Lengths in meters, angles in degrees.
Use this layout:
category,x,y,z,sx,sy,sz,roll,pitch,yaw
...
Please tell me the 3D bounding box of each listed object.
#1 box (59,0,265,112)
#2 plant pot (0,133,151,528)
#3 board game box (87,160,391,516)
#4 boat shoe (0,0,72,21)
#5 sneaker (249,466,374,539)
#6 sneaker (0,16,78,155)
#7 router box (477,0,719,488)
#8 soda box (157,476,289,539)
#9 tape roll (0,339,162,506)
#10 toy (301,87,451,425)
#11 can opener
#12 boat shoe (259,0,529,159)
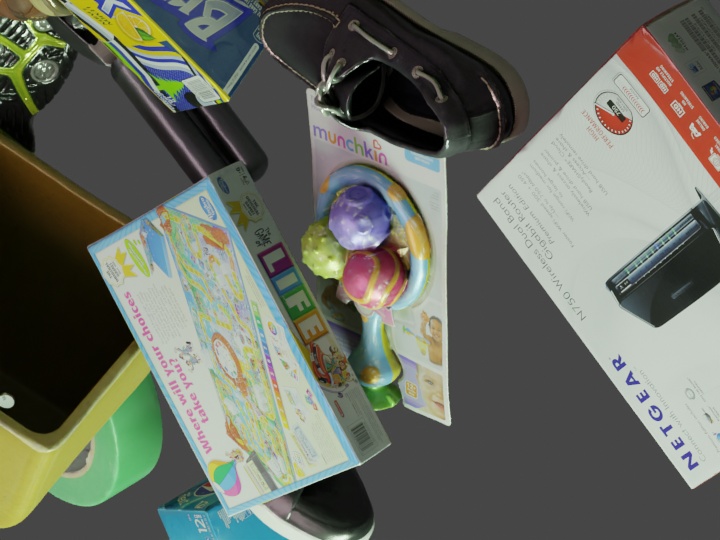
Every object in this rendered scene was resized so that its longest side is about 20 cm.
category,x,y,z,sx,sy,sz,roll,pitch,yaw
box,-0.144,-0.186,1.263,0.200,0.070,0.064,45,152,-27
plant pot,-0.255,0.062,1.473,0.195,0.194,0.200,33,140,6
board game box,-0.079,0.046,1.349,0.134,0.034,0.200,-26,93,43
boat shoe,-0.240,-0.242,1.314,0.068,0.072,0.200,-11,115,33
sneaker,-0.055,0.090,1.413,0.200,0.073,0.112,48,145,18
sneaker,-0.251,-0.142,1.489,0.200,0.075,0.076,-59,37,38
router box,0.172,-0.009,1.086,0.200,0.049,0.180,54,144,8
soda box,-0.071,0.247,1.551,0.068,0.064,0.200,-6,109,53
tape roll,-0.236,0.085,1.653,0.200,0.048,0.201,30,134,36
toy,0.000,0.000,1.304,0.115,0.047,0.200,24,132,38
can opener,-0.135,-0.128,1.381,0.200,0.053,0.066,50,159,12
boat shoe,0.003,-0.114,1.207,0.200,0.063,0.073,27,133,38
